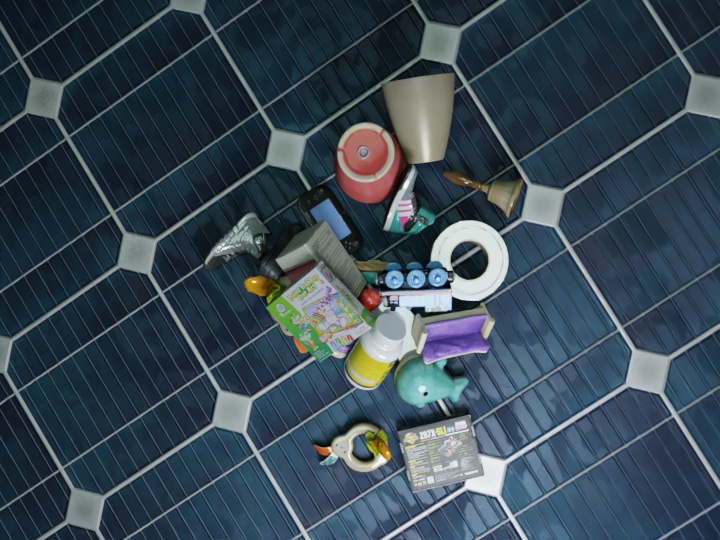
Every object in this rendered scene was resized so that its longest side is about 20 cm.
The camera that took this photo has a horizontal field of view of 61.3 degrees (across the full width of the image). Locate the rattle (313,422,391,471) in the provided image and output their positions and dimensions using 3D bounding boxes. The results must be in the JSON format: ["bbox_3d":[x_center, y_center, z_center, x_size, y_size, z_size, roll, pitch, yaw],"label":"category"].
[{"bbox_3d":[-0.024,0.472,1.552,0.196,0.143,0.133,-2,108,-2],"label":"rattle"}]

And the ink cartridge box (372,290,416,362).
[{"bbox_3d":[0.096,0.144,1.584,0.109,0.050,0.201,-41,86,4],"label":"ink cartridge box"}]

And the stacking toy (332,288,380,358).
[{"bbox_3d":[-0.015,0.128,1.543,0.085,0.085,0.201,41,114,3],"label":"stacking toy"}]

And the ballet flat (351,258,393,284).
[{"bbox_3d":[0.000,0.000,1.585,0.196,0.069,0.064,7,46,18],"label":"ballet flat"}]

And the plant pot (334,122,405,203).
[{"bbox_3d":[0.018,-0.280,1.526,0.196,0.177,0.205,0,90,5],"label":"plant pot"}]

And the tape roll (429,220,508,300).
[{"bbox_3d":[0.277,-0.025,1.560,0.198,0.071,0.207,0,90,4],"label":"tape roll"}]

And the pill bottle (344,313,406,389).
[{"bbox_3d":[0.039,0.199,1.509,0.110,0.112,0.201,31,133,4],"label":"pill bottle"}]

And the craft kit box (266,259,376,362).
[{"bbox_3d":[-0.096,0.102,1.459,0.198,0.049,0.199,48,125,-8],"label":"craft kit box"}]

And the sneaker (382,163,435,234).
[{"bbox_3d":[0.138,-0.166,1.536,0.119,0.084,0.202,16,132,-6],"label":"sneaker"}]

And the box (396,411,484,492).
[{"bbox_3d":[0.207,0.470,1.576,0.197,0.049,0.163,-15,86,4],"label":"box"}]

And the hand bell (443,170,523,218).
[{"bbox_3d":[0.306,-0.219,1.560,0.197,0.104,0.106,23,92,15],"label":"hand bell"}]

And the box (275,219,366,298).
[{"bbox_3d":[-0.094,0.002,1.501,0.108,0.128,0.201,-23,110,33],"label":"box"}]

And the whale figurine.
[{"bbox_3d":[0.183,0.289,1.532,0.197,0.104,0.161,20,109,-18],"label":"whale figurine"}]

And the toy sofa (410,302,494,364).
[{"bbox_3d":[0.232,0.154,1.508,0.196,0.084,0.098,-8,49,-17],"label":"toy sofa"}]

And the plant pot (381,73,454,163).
[{"bbox_3d":[0.153,-0.377,1.528,0.184,0.188,0.204,-6,103,4],"label":"plant pot"}]

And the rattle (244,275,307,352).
[{"bbox_3d":[-0.198,0.110,1.539,0.128,0.143,0.204,-16,77,15],"label":"rattle"}]

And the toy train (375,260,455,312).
[{"bbox_3d":[0.135,0.043,1.490,0.196,0.087,0.116,-3,108,1],"label":"toy train"}]

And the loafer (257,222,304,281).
[{"bbox_3d":[-0.191,-0.047,1.553,0.070,0.202,0.068,33,137,-2],"label":"loafer"}]

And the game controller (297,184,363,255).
[{"bbox_3d":[-0.080,-0.125,1.590,0.104,0.042,0.201,-33,87,-26],"label":"game controller"}]

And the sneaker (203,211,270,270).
[{"bbox_3d":[-0.316,-0.049,1.603,0.115,0.075,0.200,43,92,1],"label":"sneaker"}]
